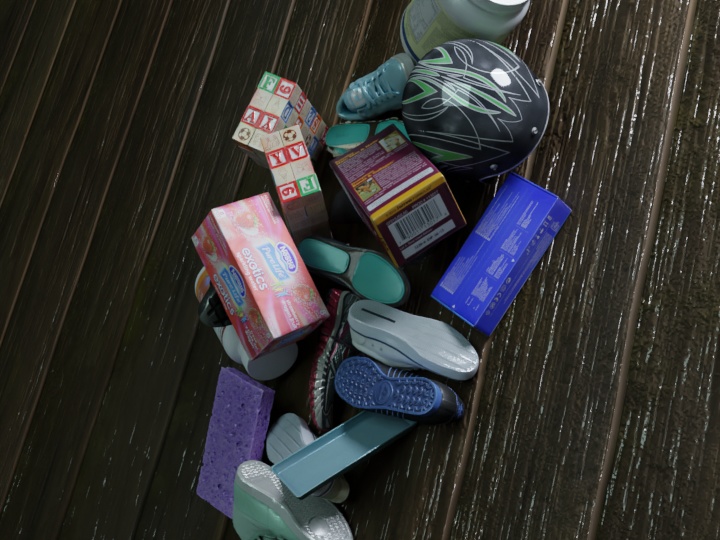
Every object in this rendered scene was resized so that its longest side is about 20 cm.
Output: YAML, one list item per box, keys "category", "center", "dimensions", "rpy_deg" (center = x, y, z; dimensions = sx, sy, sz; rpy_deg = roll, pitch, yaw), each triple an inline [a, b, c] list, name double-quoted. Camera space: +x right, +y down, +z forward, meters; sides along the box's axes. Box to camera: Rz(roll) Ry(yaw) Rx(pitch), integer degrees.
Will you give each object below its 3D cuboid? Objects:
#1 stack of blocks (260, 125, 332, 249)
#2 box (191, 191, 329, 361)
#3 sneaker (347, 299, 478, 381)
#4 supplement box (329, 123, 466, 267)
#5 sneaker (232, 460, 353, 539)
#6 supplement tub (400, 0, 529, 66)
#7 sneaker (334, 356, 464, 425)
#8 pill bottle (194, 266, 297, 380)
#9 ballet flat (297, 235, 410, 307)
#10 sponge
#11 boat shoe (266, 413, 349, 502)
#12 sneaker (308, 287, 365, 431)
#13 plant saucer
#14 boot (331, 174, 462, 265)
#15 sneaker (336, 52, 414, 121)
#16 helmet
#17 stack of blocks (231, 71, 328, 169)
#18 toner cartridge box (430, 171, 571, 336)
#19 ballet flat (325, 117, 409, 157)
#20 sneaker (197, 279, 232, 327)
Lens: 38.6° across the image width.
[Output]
- category: "stack of blocks"
  center: [-0.090, -0.107, 1.530]
  dimensions: [0.058, 0.201, 0.116]
  rpy_deg: [-18, 63, -4]
- category: "box"
  center: [-0.140, 0.008, 1.435]
  dimensions: [0.095, 0.102, 0.202]
  rpy_deg: [-41, 72, 54]
- category: "sneaker"
  center: [0.072, 0.104, 1.392]
  dimensions: [0.198, 0.071, 0.073]
  rpy_deg: [25, 50, 27]
- category: "supplement box"
  center: [0.047, -0.105, 1.386]
  dimensions: [0.110, 0.086, 0.200]
  rpy_deg: [-31, 33, -1]
- category: "sneaker"
  center: [-0.096, 0.360, 1.421]
  dimensions: [0.199, 0.073, 0.119]
  rpy_deg: [31, 126, 26]
- category: "supplement tub"
  center: [0.152, -0.374, 1.453]
  dimensions: [0.200, 0.143, 0.147]
  rpy_deg: [135, 145, -63]
- category: "sneaker"
  center: [0.050, 0.167, 1.371]
  dimensions: [0.199, 0.078, 0.071]
  rpy_deg: [12, 77, 48]
- category: "pill bottle"
  center: [-0.173, 0.072, 1.586]
  dimensions: [0.112, 0.112, 0.200]
  rpy_deg: [-48, 47, 11]
- category: "ballet flat"
  center: [0.000, 0.000, 1.470]
  dimensions: [0.198, 0.073, 0.074]
  rpy_deg: [23, 84, 31]
- category: "sponge"
  center: [-0.186, 0.256, 1.521]
  dimensions: [0.111, 0.030, 0.203]
  rpy_deg: [18, 98, 46]
- category: "boat shoe"
  center: [-0.077, 0.267, 1.436]
  dimensions: [0.072, 0.062, 0.200]
  rpy_deg: [-47, 28, 0]
- category: "sneaker"
  center: [-0.030, 0.130, 1.465]
  dimensions: [0.081, 0.074, 0.203]
  rpy_deg: [156, 125, -83]
- category: "plant saucer"
  center: [-0.020, 0.235, 1.356]
  dimensions: [0.198, 0.019, 0.070]
  rpy_deg: [-27, 39, -27]
- category: "boot"
  center: [0.030, -0.081, 1.497]
  dimensions: [0.198, 0.066, 0.165]
  rpy_deg: [10, 48, 39]
- category: "sneaker"
  center: [0.021, -0.265, 1.559]
  dimensions: [0.075, 0.081, 0.200]
  rpy_deg: [63, 157, 1]
- category: "helmet"
  center: [0.152, -0.216, 1.385]
  dimensions: [0.197, 0.191, 0.203]
  rpy_deg: [0, 85, 5]
- category: "stack of blocks"
  center: [-0.120, -0.213, 1.618]
  dimensions: [0.058, 0.200, 0.116]
  rpy_deg: [23, 83, 18]
- category: "toner cartridge box"
  center: [0.186, -0.023, 1.370]
  dimensions: [0.095, 0.043, 0.201]
  rpy_deg: [36, 94, 46]
- category: "ballet flat"
  center: [0.032, -0.193, 1.575]
  dimensions: [0.198, 0.064, 0.077]
  rpy_deg: [14, 79, 41]
- category: "sneaker"
  center: [-0.185, 0.012, 1.531]
  dimensions: [0.078, 0.076, 0.200]
  rpy_deg: [2, 39, 37]
